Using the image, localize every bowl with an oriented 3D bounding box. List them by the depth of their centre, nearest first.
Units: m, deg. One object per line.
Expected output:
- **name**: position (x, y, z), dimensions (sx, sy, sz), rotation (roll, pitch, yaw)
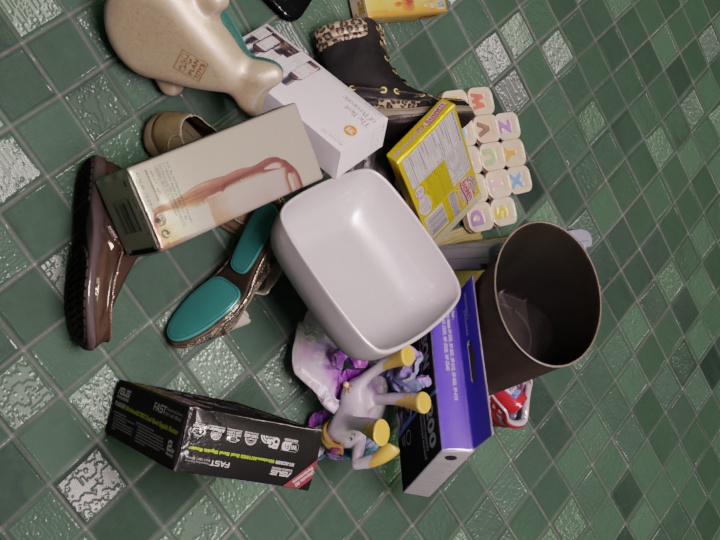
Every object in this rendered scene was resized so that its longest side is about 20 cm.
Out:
- **bowl**: position (0.000, 0.000, 1.020), dimensions (0.201, 0.075, 0.199), rotation (53, 42, 6)

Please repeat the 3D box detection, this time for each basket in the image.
- **basket**: position (0.178, 0.067, 1.102), dimensions (0.134, 0.200, 0.182), rotation (17, 59, -12)

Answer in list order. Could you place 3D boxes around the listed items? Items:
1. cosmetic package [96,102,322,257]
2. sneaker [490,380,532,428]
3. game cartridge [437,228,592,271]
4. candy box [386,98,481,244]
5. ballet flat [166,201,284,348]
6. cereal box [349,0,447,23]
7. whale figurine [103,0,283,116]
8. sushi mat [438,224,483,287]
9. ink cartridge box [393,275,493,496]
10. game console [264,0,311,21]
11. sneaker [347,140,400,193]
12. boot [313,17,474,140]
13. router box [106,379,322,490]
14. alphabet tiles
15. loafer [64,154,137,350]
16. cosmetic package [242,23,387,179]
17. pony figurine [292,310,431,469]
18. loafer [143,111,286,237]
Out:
- **cosmetic package**: position (-0.152, -0.093, 0.939), dimensions (0.199, 0.103, 0.088), rotation (-28, 102, -30)
- **sneaker**: position (0.154, 0.130, 1.211), dimensions (0.071, 0.112, 0.201), rotation (-47, 116, -28)
- **game cartridge**: position (0.195, -0.027, 1.228), dimensions (0.198, 0.132, 0.041), rotation (-9, 90, -37)
- **candy box**: position (0.097, -0.116, 1.157), dimensions (0.102, 0.026, 0.200), rotation (-48, 148, -12)
- **ballet flat**: position (-0.133, 0.016, 1.037), dimensions (0.201, 0.068, 0.075), rotation (-54, 142, -5)
- **cereal box**: position (0.034, -0.433, 1.214), dimensions (0.143, 0.039, 0.203), rotation (-17, 96, -35)
- **whale figurine**: position (-0.174, -0.254, 0.990), dimensions (0.199, 0.159, 0.104), rotation (30, 45, -12)
- **sushi mat**: position (0.103, 0.004, 1.249), dimensions (0.199, 0.012, 0.097), rotation (-20, 98, -35)
- **ink cartridge box**: position (0.089, 0.137, 1.081), dimensions (0.043, 0.201, 0.200), rotation (7, 56, -16)
- **game console**: position (-0.085, -0.433, 1.083), dimensions (0.200, 0.116, 0.177), rotation (41, 65, -26)
- **sneaker**: position (0.010, -0.102, 1.162), dimensions (0.090, 0.066, 0.202), rotation (23, 70, -29)
- **boot**: position (0.038, -0.238, 1.153), dimensions (0.198, 0.073, 0.152), rotation (-8, 69, -22)
- **router box**: position (-0.154, 0.166, 0.938), dimensions (0.149, 0.199, 0.063), rotation (18, 81, -33)
- **alphabet tiles**: position (0.167, -0.158, 1.299), dimensions (0.194, 0.015, 0.203), rotation (-13, 91, -35)
- **loafer**: position (-0.259, -0.017, 0.954), dimensions (0.070, 0.073, 0.203), rotation (8, 82, -33)
- **cosmetic package**: position (-0.069, -0.196, 1.048), dimensions (0.200, 0.051, 0.082), rotation (40, 59, 18)
- **pony figurine**: position (-0.008, 0.150, 1.070), dimensions (0.166, 0.199, 0.194), rotation (41, 51, -25)
- **loafer**: position (-0.156, -0.104, 1.038), dimensions (0.199, 0.067, 0.077), rotation (37, 67, -27)
